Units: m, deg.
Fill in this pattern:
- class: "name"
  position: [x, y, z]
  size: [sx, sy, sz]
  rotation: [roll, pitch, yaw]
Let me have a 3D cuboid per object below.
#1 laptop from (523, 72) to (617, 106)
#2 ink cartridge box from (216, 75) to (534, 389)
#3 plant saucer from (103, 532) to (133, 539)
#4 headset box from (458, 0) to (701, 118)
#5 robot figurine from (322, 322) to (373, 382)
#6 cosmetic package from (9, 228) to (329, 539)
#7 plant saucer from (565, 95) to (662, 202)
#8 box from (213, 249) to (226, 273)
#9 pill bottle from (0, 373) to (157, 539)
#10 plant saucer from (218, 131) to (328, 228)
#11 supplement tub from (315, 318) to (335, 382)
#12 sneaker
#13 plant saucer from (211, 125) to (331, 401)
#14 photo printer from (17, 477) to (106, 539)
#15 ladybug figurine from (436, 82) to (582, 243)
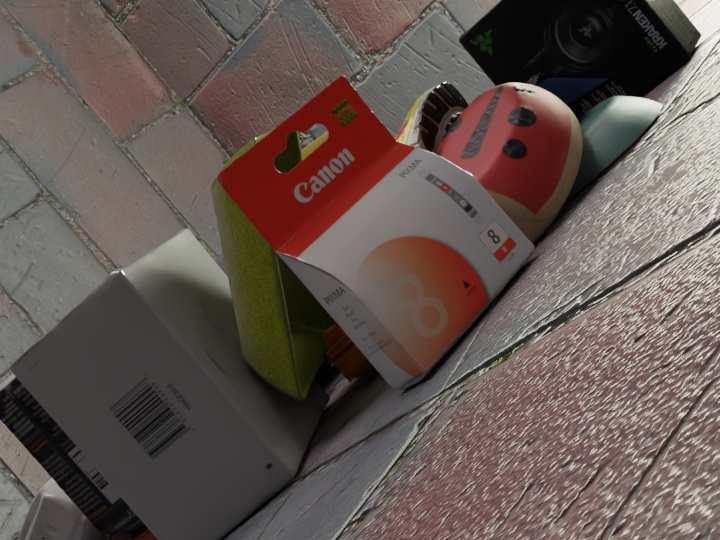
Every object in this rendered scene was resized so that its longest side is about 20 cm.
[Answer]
- class: "laptop"
  position: [0.145, -0.109, 1.202]
  size: [0.177, 0.103, 0.201]
  rotation: [-31, 36, 48]
- class: "ink cartridge box"
  position: [0.017, -0.040, 0.884]
  size: [0.162, 0.200, 0.050]
  rotation: [-44, 7, -37]
- class: "plant saucer"
  position: [-0.213, 0.179, 1.219]
  size: [0.201, 0.036, 0.201]
  rotation: [90, -154, -62]
- class: "headset box"
  position: [0.230, -0.247, 1.311]
  size: [0.200, 0.174, 0.093]
  rotation: [-37, 4, 34]
- class: "robot figurine"
  position: [0.030, 0.027, 1.071]
  size: [0.145, 0.058, 0.200]
  rotation: [-39, 5, 13]
- class: "cosmetic package"
  position: [-0.142, 0.092, 0.978]
  size: [0.123, 0.200, 0.200]
  rotation: [-39, 4, 13]
- class: "plant saucer"
  position: [0.188, -0.101, 1.122]
  size: [0.200, 0.036, 0.200]
  rotation: [-42, 4, 4]
- class: "box"
  position: [-0.066, -0.036, 1.282]
  size: [0.144, 0.036, 0.199]
  rotation: [-46, -17, 32]
- class: "pill bottle"
  position: [-0.220, 0.153, 1.057]
  size: [0.106, 0.200, 0.106]
  rotation: [-39, 5, 4]
- class: "plant saucer"
  position: [-0.037, -0.082, 1.377]
  size: [0.199, 0.049, 0.200]
  rotation: [-32, -33, 16]
- class: "supplement tub"
  position: [-0.097, 0.085, 1.205]
  size: [0.122, 0.123, 0.200]
  rotation: [-39, 4, 27]
- class: "sneaker"
  position: [0.044, -0.097, 1.124]
  size: [0.090, 0.078, 0.201]
  rotation: [-19, 32, 45]
- class: "plant saucer"
  position: [-0.072, -0.013, 0.990]
  size: [0.047, 0.202, 0.200]
  rotation: [-8, 10, 7]
- class: "photo printer"
  position: [-0.288, 0.252, 1.313]
  size: [0.167, 0.069, 0.200]
  rotation: [-63, -8, 29]
- class: "ladybug figurine"
  position: [0.114, -0.089, 1.024]
  size: [0.135, 0.072, 0.201]
  rotation: [-7, 46, 37]
